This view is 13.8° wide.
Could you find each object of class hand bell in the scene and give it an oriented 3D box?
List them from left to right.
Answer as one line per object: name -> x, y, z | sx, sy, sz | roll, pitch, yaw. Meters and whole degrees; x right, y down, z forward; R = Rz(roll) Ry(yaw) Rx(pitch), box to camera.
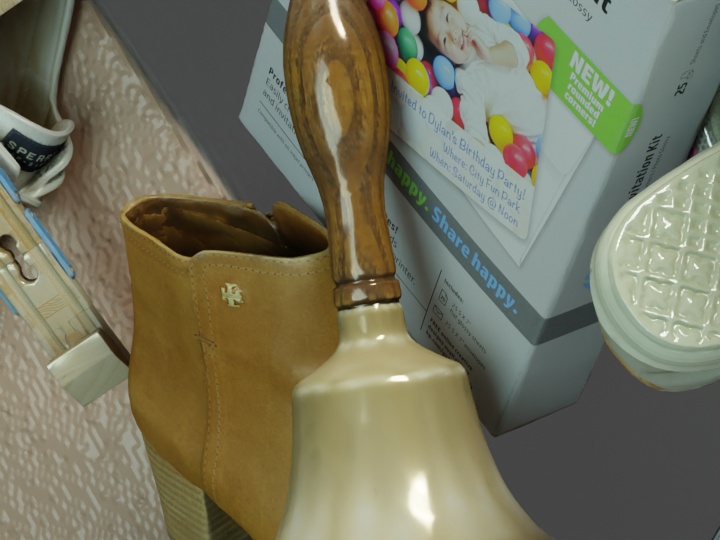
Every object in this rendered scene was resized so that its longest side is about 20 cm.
hand bell -> 0.000, 0.000, 0.926 | 0.104, 0.104, 0.201 | -10, 86, 31

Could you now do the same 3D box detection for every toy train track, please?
toy train track -> -0.147, -0.036, 1.040 | 0.115, 0.033, 0.200 | -33, 101, 12

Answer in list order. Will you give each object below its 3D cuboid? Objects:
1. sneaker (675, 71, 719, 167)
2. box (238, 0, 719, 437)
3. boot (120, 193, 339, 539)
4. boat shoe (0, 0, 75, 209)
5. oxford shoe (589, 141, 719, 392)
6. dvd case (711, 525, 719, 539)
sneaker -> 0.121, -0.103, 0.898 | 0.088, 0.081, 0.201 | 25, 122, 54
box -> 0.037, -0.068, 0.926 | 0.156, 0.041, 0.200 | 51, 144, 26
boot -> -0.002, 0.056, 1.000 | 0.201, 0.071, 0.144 | 20, 131, 32
boat shoe -> -0.140, -0.051, 1.079 | 0.070, 0.071, 0.201 | 22, 103, 27
oxford shoe -> 0.145, -0.024, 0.859 | 0.075, 0.200, 0.058 | 58, 159, 12
dvd case -> 0.199, 0.118, 0.884 | 0.200, 0.025, 0.151 | 37, 127, 16
